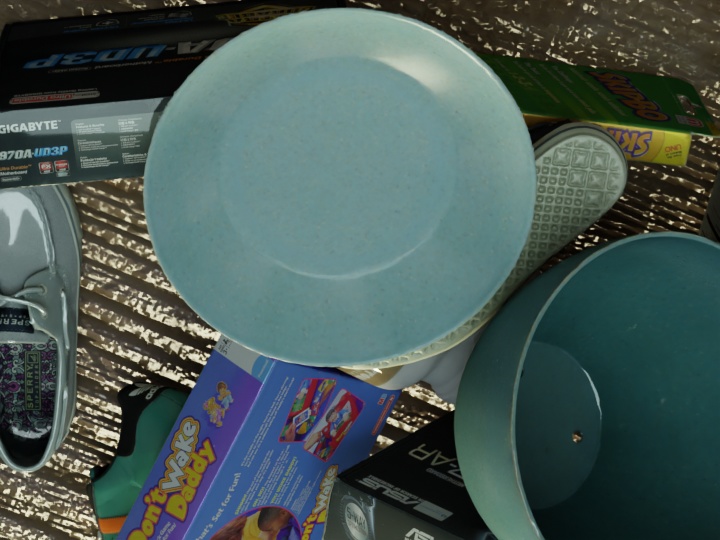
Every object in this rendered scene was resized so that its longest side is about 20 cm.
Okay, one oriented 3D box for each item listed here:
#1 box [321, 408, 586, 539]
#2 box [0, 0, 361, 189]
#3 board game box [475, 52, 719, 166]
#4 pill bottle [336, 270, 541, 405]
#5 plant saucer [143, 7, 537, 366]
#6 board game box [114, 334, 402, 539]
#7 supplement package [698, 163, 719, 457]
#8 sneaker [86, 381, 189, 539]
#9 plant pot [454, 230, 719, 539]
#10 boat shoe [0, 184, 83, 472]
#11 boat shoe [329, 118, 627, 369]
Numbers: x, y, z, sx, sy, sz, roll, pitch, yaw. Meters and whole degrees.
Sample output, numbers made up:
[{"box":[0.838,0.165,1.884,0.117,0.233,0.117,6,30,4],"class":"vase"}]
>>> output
[{"box":[0.103,0.152,1.241,0.200,0.160,0.044,23,116,29],"class":"box"},{"box":[-0.102,-0.101,1.167,0.199,0.159,0.046,-5,114,-1],"class":"box"},{"box":[0.100,-0.096,1.215,0.199,0.096,0.030,4,114,-5],"class":"board game box"},{"box":[0.000,0.000,1.240,0.199,0.116,0.116,26,110,-13],"class":"pill bottle"},{"box":[-0.011,-0.046,1.090,0.200,0.039,0.202,-2,119,-3],"class":"plant saucer"},{"box":[-0.070,0.139,1.268,0.134,0.045,0.201,19,100,-54],"class":"board game box"},{"box":[0.303,0.008,1.243,0.190,0.147,0.201,11,111,-8],"class":"supplement package"},{"box":[-0.131,0.158,1.328,0.080,0.071,0.201,29,119,26],"class":"sneaker"},{"box":[0.128,0.083,1.146,0.199,0.135,0.201,2,86,-29],"class":"plant pot"},{"box":[-0.199,0.026,1.263,0.070,0.072,0.202,-3,114,-2],"class":"boat shoe"},{"box":[0.057,-0.015,1.162,0.200,0.062,0.075,-37,108,9],"class":"boat shoe"}]
